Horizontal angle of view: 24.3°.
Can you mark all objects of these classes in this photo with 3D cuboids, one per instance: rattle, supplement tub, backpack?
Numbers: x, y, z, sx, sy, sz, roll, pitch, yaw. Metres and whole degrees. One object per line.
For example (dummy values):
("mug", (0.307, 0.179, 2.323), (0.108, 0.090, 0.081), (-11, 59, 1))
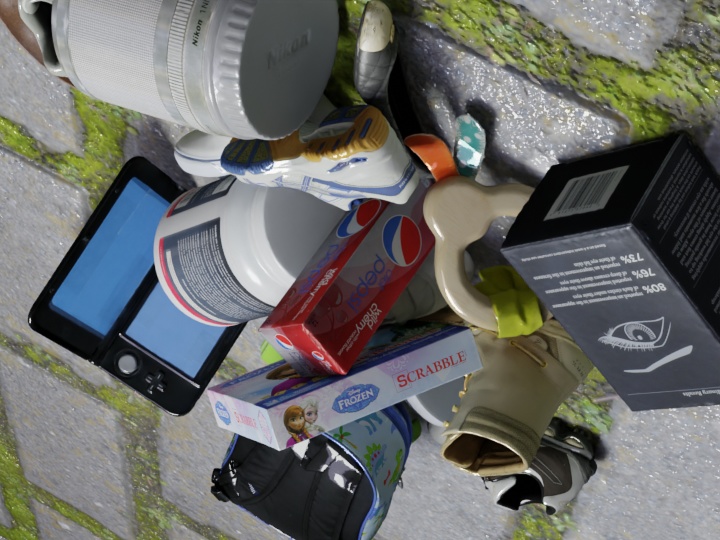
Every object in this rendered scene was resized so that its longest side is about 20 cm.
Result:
("rattle", (0.104, -0.049, 1.441), (0.130, 0.143, 0.200), (-37, 100, 20))
("supplement tub", (-0.093, -0.027, 1.575), (0.140, 0.141, 0.200), (47, 149, -19))
("backpack", (-0.037, 0.179, 1.706), (0.182, 0.147, 0.200), (33, 143, 9))

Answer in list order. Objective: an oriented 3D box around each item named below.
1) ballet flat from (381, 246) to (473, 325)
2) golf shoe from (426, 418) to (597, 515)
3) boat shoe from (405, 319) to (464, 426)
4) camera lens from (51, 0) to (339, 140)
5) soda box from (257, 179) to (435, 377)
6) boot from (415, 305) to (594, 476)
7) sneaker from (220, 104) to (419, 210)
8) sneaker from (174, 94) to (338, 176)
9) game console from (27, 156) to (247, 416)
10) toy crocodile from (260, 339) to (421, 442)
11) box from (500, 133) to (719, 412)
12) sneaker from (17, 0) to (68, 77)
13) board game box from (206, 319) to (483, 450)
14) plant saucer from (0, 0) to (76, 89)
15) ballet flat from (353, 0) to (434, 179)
("ballet flat", (0.019, 0.029, 1.541), (0.199, 0.070, 0.070), (-19, 121, 40))
("golf shoe", (0.138, 0.189, 1.691), (0.199, 0.095, 0.078), (11, 143, 39))
("boat shoe", (0.022, 0.078, 1.672), (0.202, 0.075, 0.086), (49, 147, -16))
("camera lens", (-0.138, -0.199, 1.359), (0.199, 0.160, 0.160), (18, 146, 27))
("soda box", (0.000, 0.000, 1.458), (0.070, 0.200, 0.063), (-9, 128, 51))
("boot", (0.104, 0.109, 1.549), (0.199, 0.156, 0.073), (11, 142, 36))
("sneaker", (-0.037, -0.083, 1.397), (0.199, 0.075, 0.088), (6, 145, 49))
("sneaker", (-0.098, -0.136, 1.511), (0.199, 0.073, 0.071), (-8, 120, 39))
("game console", (-0.200, 0.020, 1.664), (0.175, 0.201, 0.116), (33, 176, 4))
("toy crocodile", (-0.023, 0.130, 1.811), (0.199, 0.062, 0.068), (35, 136, 8))
("box", (0.236, 0.008, 1.326), (0.148, 0.105, 0.200), (-10, 127, 51))
("sneaker", (-0.258, -0.258, 1.413), (0.077, 0.099, 0.201), (-13, 103, 18))
("board game box", (-0.019, 0.097, 1.499), (0.199, 0.199, 0.041), (1, 110, 70))
("plant saucer", (-0.264, -0.243, 1.553), (0.199, 0.035, 0.201), (25, 147, 18))
("ballet flat", (0.031, -0.148, 1.368), (0.056, 0.067, 0.200), (8, 148, 17))
